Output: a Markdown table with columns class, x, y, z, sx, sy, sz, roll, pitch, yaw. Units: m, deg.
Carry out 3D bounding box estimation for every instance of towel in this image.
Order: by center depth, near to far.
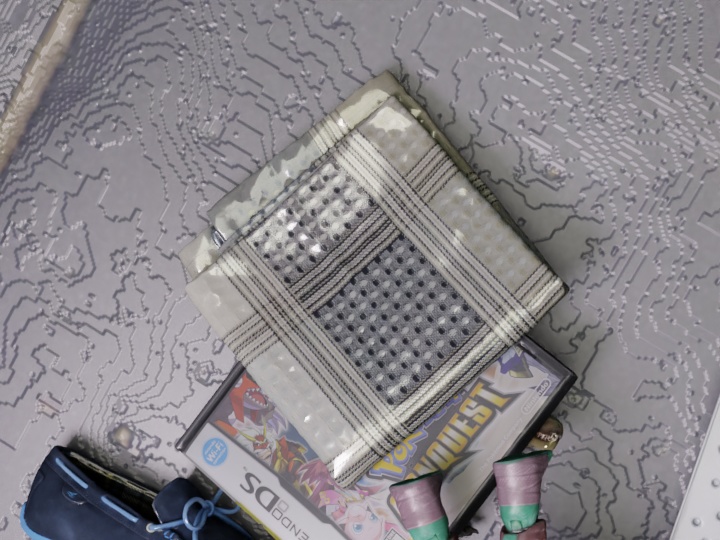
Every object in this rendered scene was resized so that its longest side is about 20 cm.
| class | x | y | z | sx | sy | sz | roll | pitch | yaw |
| --- | --- | --- | --- | --- | --- | --- | --- | --- | --- |
| towel | 0.000 | 0.000 | 0.972 | 0.192 | 0.035 | 0.200 | -41 | 70 | 5 |

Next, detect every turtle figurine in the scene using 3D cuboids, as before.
| class | x | y | z | sx | sy | sz | roll | pitch | yaw |
| --- | --- | --- | --- | --- | --- | --- | --- | --- | --- |
| turtle figurine | 0.084 | 0.213 | 0.903 | 0.148 | 0.101 | 0.202 | -11 | 86 | -9 |

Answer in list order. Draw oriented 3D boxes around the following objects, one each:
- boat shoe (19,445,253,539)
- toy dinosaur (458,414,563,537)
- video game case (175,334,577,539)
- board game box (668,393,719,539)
| class | x | y | z | sx | sy | sz | roll | pitch | yaw |
| --- | --- | --- | --- | --- | --- | --- | --- | --- | --- |
| boat shoe | -0.128 | 0.167 | 1.012 | 0.198 | 0.084 | 0.069 | 16 | 92 | 6 |
| toy dinosaur | 0.034 | 0.127 | 1.003 | 0.198 | 0.047 | 0.089 | -1 | 86 | 14 |
| video game case | 0.007 | 0.091 | 0.983 | 0.180 | 0.025 | 0.200 | 38 | 92 | 20 |
| board game box | 0.315 | 0.121 | 0.963 | 0.199 | 0.026 | 0.201 | 19 | 95 | 8 |
